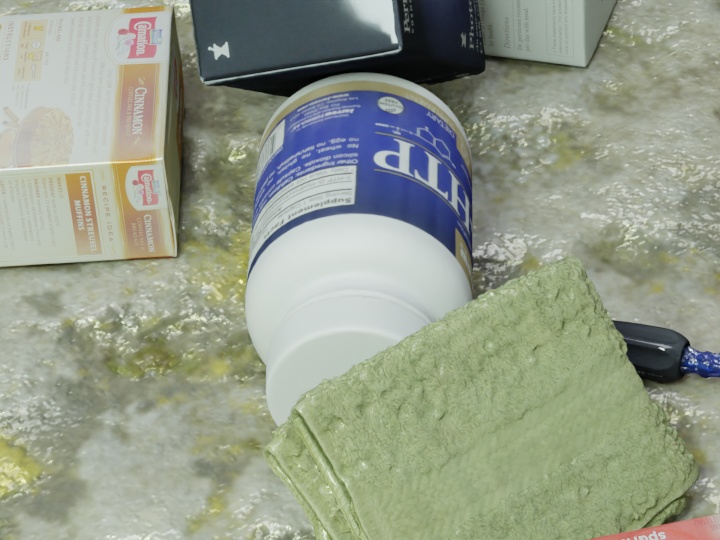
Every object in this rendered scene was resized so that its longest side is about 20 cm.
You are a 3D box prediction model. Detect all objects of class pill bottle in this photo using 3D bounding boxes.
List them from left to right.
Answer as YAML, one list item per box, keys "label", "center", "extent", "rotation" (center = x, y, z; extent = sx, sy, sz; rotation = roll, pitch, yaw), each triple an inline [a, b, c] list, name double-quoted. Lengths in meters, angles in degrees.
- label: "pill bottle"
  center: [0.000, 0.000, 1.512]
  extent: [0.119, 0.120, 0.201]
  rotation: [-2, 39, 3]

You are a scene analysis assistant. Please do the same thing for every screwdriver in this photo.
- label: "screwdriver"
  center: [0.205, 0.051, 1.495]
  extent: [0.199, 0.029, 0.028]
  rotation: [8, 40, 23]

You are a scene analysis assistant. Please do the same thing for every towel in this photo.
- label: "towel"
  center: [0.061, 0.091, 1.400]
  extent: [0.199, 0.149, 0.036]
  rotation: [-30, 1, -27]

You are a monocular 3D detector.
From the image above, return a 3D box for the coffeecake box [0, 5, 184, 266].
- label: "coffeecake box"
  center: [-0.204, -0.076, 1.664]
  extent: [0.198, 0.073, 0.154]
  rotation: [-3, 39, 2]

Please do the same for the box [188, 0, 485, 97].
- label: "box"
  center: [-0.017, -0.203, 1.610]
  extent: [0.122, 0.202, 0.198]
  rotation: [-8, -1, 17]

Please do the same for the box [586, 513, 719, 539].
- label: "box"
  center: [0.119, 0.185, 1.291]
  extent: [0.198, 0.095, 0.103]
  rotation: [-10, 40, -6]

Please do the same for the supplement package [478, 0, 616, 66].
- label: "supplement package"
  center: [0.056, -0.213, 1.773]
  extent: [0.199, 0.118, 0.118]
  rotation: [9, 41, 16]
